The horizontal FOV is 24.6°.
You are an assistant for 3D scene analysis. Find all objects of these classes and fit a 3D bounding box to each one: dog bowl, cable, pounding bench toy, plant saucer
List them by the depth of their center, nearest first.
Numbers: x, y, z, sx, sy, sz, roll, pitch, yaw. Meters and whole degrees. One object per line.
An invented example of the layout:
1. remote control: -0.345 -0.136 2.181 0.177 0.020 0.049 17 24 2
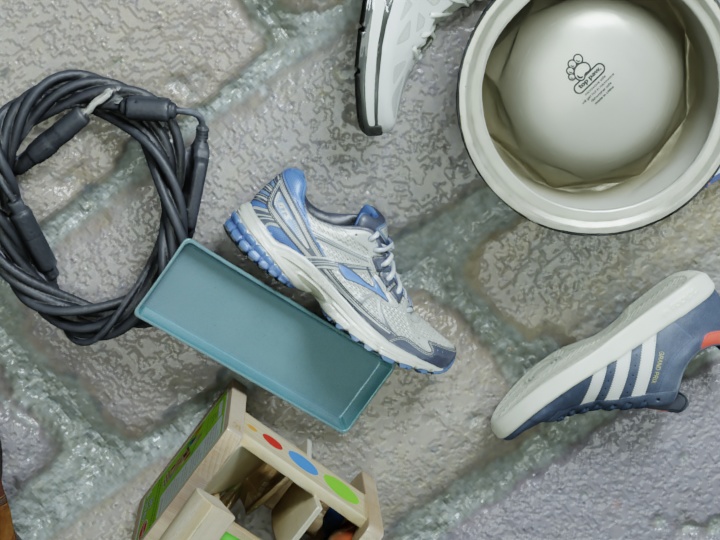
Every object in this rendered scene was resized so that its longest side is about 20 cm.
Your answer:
1. dog bowl: 0.162 -0.129 1.161 0.200 0.074 0.201 -1 105 -3
2. pounding bench toy: -0.068 0.197 1.194 0.156 0.200 0.124 36 98 -9
3. cable: -0.201 -0.041 1.209 0.163 0.051 0.200 12 103 -8
4. plant saucer: -0.069 0.049 1.229 0.200 0.019 0.070 32 99 -25

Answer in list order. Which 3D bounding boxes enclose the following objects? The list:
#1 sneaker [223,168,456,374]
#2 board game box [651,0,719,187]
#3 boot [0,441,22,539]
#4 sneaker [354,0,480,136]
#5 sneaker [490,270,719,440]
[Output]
1. sneaker: 0.000 0.000 1.220 0.200 0.077 0.085 38 94 -11
2. board game box: 0.237 -0.168 1.213 0.135 0.034 0.200 -33 102 4
3. boot: -0.281 0.217 1.186 0.068 0.200 0.189 1 103 -3
4. sneaker: 0.059 -0.189 1.178 0.115 0.076 0.201 8 100 -3
5. sneaker: 0.196 0.086 1.247 0.200 0.075 0.085 -33 98 4
